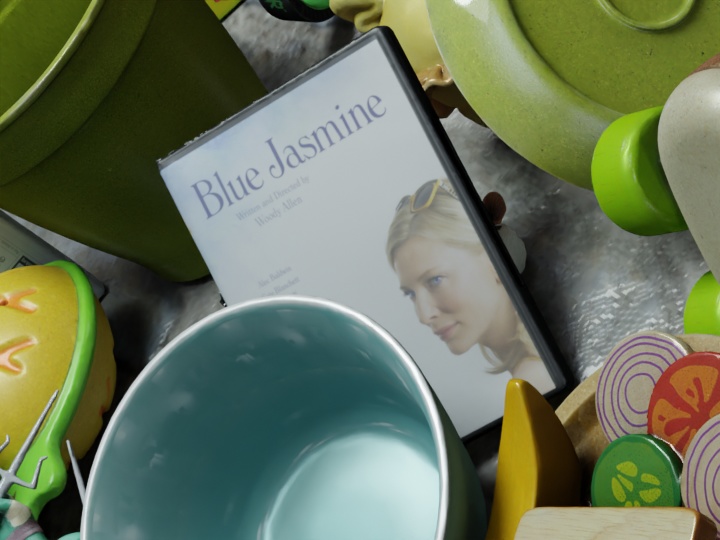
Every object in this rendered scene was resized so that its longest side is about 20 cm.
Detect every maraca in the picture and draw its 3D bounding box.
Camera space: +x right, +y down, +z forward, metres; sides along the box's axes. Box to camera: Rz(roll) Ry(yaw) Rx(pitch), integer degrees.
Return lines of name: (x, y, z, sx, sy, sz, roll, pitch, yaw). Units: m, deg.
maraca: (-0.203, 0.083, 1.318, 0.137, 0.107, 0.201, -34, 40, 39)

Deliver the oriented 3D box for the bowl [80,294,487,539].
bowl: (-0.022, 0.121, 1.038, 0.200, 0.105, 0.202, -11, 69, 29)

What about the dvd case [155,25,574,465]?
dvd case: (0.000, 0.000, 1.104, 0.142, 0.018, 0.201, -30, 83, 21)

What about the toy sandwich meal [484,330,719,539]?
toy sandwich meal: (0.108, 0.117, 0.922, 0.205, 0.070, 0.206, -25, 54, 41)

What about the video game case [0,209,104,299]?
video game case: (-0.285, 0.029, 1.380, 0.182, 0.200, 0.023, -49, 39, 3)

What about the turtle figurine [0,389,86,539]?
turtle figurine: (-0.142, 0.165, 1.177, 0.150, 0.100, 0.201, -8, 66, 57)

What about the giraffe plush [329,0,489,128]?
giraffe plush: (0.079, -0.139, 1.149, 0.200, 0.173, 0.162, -28, -3, -29)

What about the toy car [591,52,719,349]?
toy car: (0.230, -0.058, 0.941, 0.200, 0.158, 0.164, -39, 14, -27)

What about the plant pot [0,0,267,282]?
plant pot: (-0.144, -0.095, 1.335, 0.200, 0.193, 0.201, -31, 38, 29)

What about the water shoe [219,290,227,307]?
water shoe: (-0.041, 0.006, 1.220, 0.072, 0.079, 0.200, -51, 34, 0)

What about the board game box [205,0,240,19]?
board game box: (-0.128, -0.241, 1.581, 0.102, 0.048, 0.200, -41, 35, 17)

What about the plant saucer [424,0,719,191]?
plant saucer: (0.128, -0.133, 1.048, 0.201, 0.199, 0.031, -68, 10, -23)

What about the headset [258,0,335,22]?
headset: (-0.005, -0.237, 1.385, 0.094, 0.124, 0.200, 7, 43, 25)

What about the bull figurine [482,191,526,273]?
bull figurine: (0.007, -0.032, 1.185, 0.200, 0.121, 0.065, -128, 47, -63)
